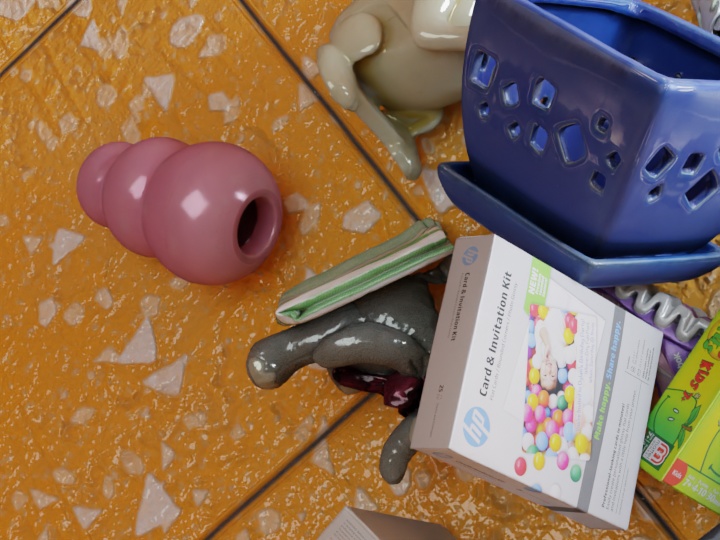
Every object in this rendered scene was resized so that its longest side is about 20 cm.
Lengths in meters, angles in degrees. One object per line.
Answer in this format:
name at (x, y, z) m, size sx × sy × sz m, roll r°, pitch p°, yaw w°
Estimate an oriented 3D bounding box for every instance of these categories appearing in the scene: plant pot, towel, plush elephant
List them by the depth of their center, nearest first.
plant pot at (0.188, -0.096, 1.338) m, size 0.200 × 0.200 × 0.180 m, roll 37°, pitch 118°, yaw 39°
plush elephant at (0.045, 0.091, 1.399) m, size 0.200 × 0.165 × 0.155 m, roll -31°, pitch 71°, yaw 17°
towel at (0.000, 0.000, 1.414) m, size 0.153 × 0.200 × 0.023 m, roll -26°, pitch 95°, yaw 1°

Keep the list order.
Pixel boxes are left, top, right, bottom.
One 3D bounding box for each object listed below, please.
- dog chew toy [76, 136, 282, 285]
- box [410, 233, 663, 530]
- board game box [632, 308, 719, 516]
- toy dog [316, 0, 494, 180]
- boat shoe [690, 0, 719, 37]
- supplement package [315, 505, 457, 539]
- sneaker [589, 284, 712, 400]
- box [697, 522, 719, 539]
dog chew toy at (-0.166, -0.061, 1.554) m, size 0.200 × 0.125 × 0.125 m, roll 17°, pitch 85°, yaw 34°
box at (0.130, 0.082, 1.259) m, size 0.041 × 0.200 × 0.156 m, roll -6°, pitch 64°, yaw 47°
board game box at (0.293, 0.081, 1.326) m, size 0.200 × 0.102 × 0.048 m, roll -57°, pitch 37°, yaw 3°
toy dog at (0.080, -0.200, 1.483) m, size 0.200 × 0.140 × 0.194 m, roll -32°, pitch 32°, yaw 15°
boat shoe at (0.306, -0.198, 1.407) m, size 0.074 × 0.067 × 0.200 m, roll -24°, pitch 70°, yaw 16°
supplement package at (0.043, 0.274, 1.339) m, size 0.156 × 0.200 × 0.111 m, roll 43°, pitch 96°, yaw 25°
sneaker at (0.198, 0.043, 1.398) m, size 0.200 × 0.080 × 0.088 m, roll 32°, pitch 99°, yaw 25°
box at (0.350, 0.197, 1.279) m, size 0.200 × 0.106 × 0.122 m, roll -40°, pitch 67°, yaw 10°
